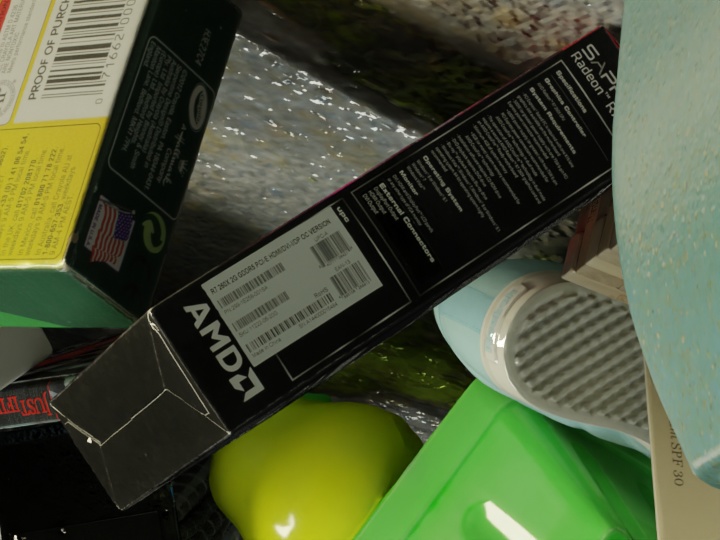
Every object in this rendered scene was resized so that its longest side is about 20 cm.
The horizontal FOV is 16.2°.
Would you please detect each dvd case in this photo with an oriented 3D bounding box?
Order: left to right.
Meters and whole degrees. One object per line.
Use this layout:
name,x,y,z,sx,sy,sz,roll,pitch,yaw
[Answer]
dvd case,-0.110,0.044,1.134,0.146,0.022,0.199,-17,-177,-43

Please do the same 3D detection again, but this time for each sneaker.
sneaker,0.113,0.038,1.040,0.200,0.074,0.082,29,-179,-35

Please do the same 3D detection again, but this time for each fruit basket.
fruit basket,0.025,0.132,1.103,0.215,0.217,0.155,-4,155,40

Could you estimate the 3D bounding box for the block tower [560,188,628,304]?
block tower,0.132,-0.036,0.847,0.058,0.054,0.200,21,157,-11

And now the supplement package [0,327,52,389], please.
supplement package,-0.249,0.036,1.042,0.117,0.200,0.117,-11,109,47

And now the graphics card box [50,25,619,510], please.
graphics card box,0.000,0.000,0.852,0.051,0.200,0.125,55,154,1

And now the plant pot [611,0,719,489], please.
plant pot,0.170,-0.033,0.633,0.195,0.201,0.196,20,157,-9

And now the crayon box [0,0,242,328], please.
crayon box,-0.148,-0.046,0.914,0.199,0.128,0.051,0,154,35

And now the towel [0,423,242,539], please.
towel,-0.140,0.108,1.219,0.165,0.086,0.200,13,-158,8

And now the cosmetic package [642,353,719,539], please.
cosmetic package,0.206,0.061,0.891,0.199,0.104,0.073,-10,162,19

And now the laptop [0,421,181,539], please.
laptop,-0.140,0.171,1.131,0.176,0.201,0.103,-11,176,14
